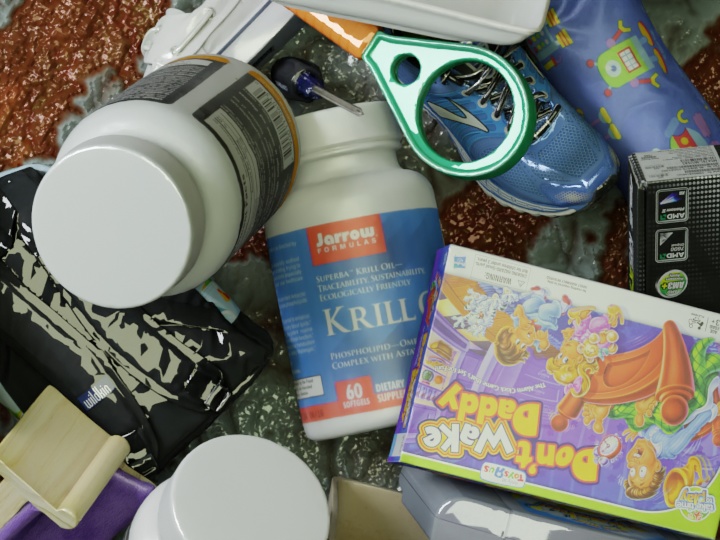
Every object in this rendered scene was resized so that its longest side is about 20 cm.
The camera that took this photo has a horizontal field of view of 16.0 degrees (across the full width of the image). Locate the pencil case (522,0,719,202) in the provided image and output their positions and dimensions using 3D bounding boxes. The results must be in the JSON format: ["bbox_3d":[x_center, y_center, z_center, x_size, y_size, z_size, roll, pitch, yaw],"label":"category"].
[{"bbox_3d":[0.179,-0.108,1.648,0.087,0.078,0.200,-35,88,1],"label":"pencil case"}]

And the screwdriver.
[{"bbox_3d":[-0.025,-0.106,1.584,0.028,0.200,0.029,11,103,-17],"label":"screwdriver"}]

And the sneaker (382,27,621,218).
[{"bbox_3d":[0.079,-0.110,1.608,0.200,0.089,0.079,40,77,22],"label":"sneaker"}]

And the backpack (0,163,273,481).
[{"bbox_3d":[-0.178,0.025,1.604,0.200,0.154,0.163,43,93,-16],"label":"backpack"}]

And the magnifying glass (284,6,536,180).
[{"bbox_3d":[0.023,-0.127,1.580,0.200,0.022,0.080,37,100,24],"label":"magnifying glass"}]

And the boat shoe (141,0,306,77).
[{"bbox_3d":[-0.107,-0.138,1.649,0.200,0.074,0.065,-43,84,-14],"label":"boat shoe"}]

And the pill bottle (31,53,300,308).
[{"bbox_3d":[-0.113,-0.052,1.496,0.116,0.200,0.117,4,108,14],"label":"pill bottle"}]

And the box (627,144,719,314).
[{"bbox_3d":[0.267,0.008,1.612,0.199,0.048,0.194,-5,120,-3],"label":"box"}]

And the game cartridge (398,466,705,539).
[{"bbox_3d":[0.131,0.161,1.586,0.200,0.133,0.041,14,100,-13],"label":"game cartridge"}]

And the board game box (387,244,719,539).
[{"bbox_3d":[0.130,0.074,1.552,0.200,0.045,0.135,14,84,-8],"label":"board game box"}]

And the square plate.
[{"bbox_3d":[0.024,-0.188,1.592,0.200,0.198,0.029,12,115,6],"label":"square plate"}]

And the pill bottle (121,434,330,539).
[{"bbox_3d":[-0.094,0.189,1.529,0.114,0.200,0.114,11,53,-15],"label":"pill bottle"}]

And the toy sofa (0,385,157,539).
[{"bbox_3d":[-0.217,0.172,1.559,0.098,0.083,0.200,42,125,-4],"label":"toy sofa"}]

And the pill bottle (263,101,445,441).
[{"bbox_3d":[0.000,0.000,1.617,0.112,0.112,0.200,-12,87,-3],"label":"pill bottle"}]

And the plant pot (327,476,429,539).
[{"bbox_3d":[0.056,0.252,1.574,0.199,0.200,0.177,15,97,-2],"label":"plant pot"}]
